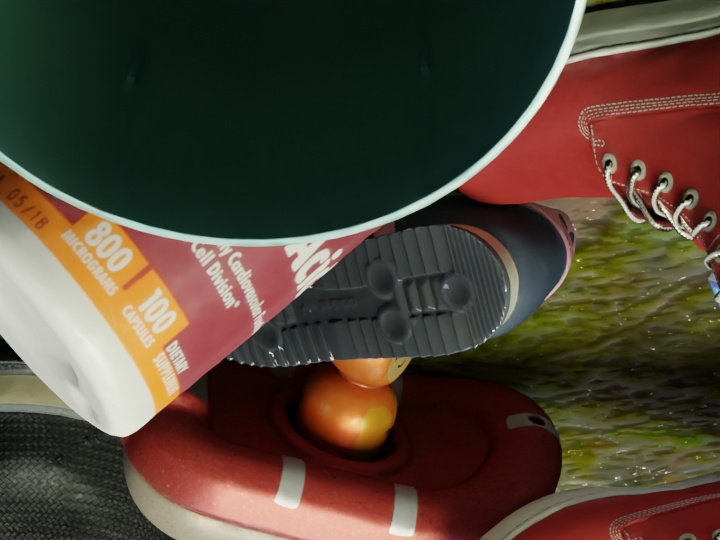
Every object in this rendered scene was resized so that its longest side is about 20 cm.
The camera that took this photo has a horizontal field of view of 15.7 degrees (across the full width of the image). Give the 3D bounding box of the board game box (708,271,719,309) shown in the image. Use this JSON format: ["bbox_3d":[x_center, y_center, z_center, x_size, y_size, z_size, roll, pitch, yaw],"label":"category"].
[{"bbox_3d":[0.261,0.072,1.110,0.199,0.041,0.200,21,158,32],"label":"board game box"}]

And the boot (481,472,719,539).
[{"bbox_3d":[0.148,0.127,1.098,0.200,0.073,0.144,-13,-173,-30],"label":"boot"}]

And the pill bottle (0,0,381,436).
[{"bbox_3d":[-0.042,-0.047,0.894,0.114,0.200,0.114,45,165,16],"label":"pill bottle"}]

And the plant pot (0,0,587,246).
[{"bbox_3d":[-0.031,-0.135,0.768,0.200,0.161,0.201,3,126,4],"label":"plant pot"}]

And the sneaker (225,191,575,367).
[{"bbox_3d":[0.000,0.000,1.102,0.200,0.082,0.070,4,109,38],"label":"sneaker"}]

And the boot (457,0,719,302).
[{"bbox_3d":[0.113,-0.024,0.966,0.200,0.144,0.072,-14,145,31],"label":"boot"}]

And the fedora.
[{"bbox_3d":[-0.145,0.121,1.290,0.200,0.092,0.201,4,148,3],"label":"fedora"}]

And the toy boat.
[{"bbox_3d":[-0.002,0.058,1.166,0.200,0.131,0.131,15,118,-13],"label":"toy boat"}]
